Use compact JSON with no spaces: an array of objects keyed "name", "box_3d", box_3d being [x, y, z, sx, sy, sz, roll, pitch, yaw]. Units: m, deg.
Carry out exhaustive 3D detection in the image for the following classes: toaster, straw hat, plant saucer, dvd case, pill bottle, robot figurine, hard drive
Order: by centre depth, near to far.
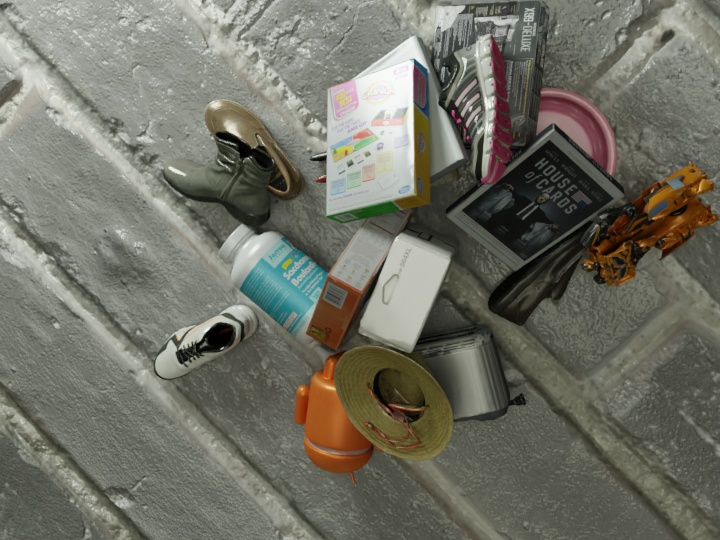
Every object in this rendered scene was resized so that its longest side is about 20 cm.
[{"name":"dvd case","box_3d":[0.242,-0.096,1.065,0.150,0.025,0.200,35,128,-21]},{"name":"robot figurine","box_3d":[0.401,-0.055,1.067,0.200,0.058,0.145,-36,134,2]},{"name":"straw hat","box_3d":[0.062,0.166,1.082,0.200,0.085,0.202,19,129,24]},{"name":"hard drive","box_3d":[0.065,-0.217,1.094,0.132,0.026,0.201,-28,72,31]},{"name":"plant saucer","box_3d":[0.270,-0.163,1.114,0.199,0.051,0.202,2,100,9]},{"name":"toaster","box_3d":[0.144,0.162,1.158,0.199,0.114,0.130,-12,95,17]},{"name":"pill bottle","box_3d":[-0.124,0.014,1.183,0.200,0.111,0.111,40,104,1]},{"name":"robot figurine","box_3d":[-0.030,0.231,1.202,0.143,0.117,0.201,5,100,-12]}]

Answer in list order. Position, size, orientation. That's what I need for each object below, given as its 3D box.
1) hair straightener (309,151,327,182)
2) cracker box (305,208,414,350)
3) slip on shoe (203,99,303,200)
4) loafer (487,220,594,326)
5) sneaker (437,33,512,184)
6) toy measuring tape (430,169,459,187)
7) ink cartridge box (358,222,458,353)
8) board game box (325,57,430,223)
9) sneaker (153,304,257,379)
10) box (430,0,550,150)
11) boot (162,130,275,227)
[{"name":"hair straightener","box_3d":[0.011,-0.200,1.154,0.199,0.041,0.077,-19,89,20]},{"name":"cracker box","box_3d":[0.000,0.000,1.095,0.058,0.200,0.134,29,136,5]},{"name":"slip on shoe","box_3d":[-0.170,-0.188,1.184,0.076,0.061,0.200,-40,91,14]},{"name":"loafer","box_3d":[0.282,0.006,1.136,0.071,0.073,0.200,43,107,-11]},{"name":"sneaker","box_3d":[0.149,-0.211,1.020,0.087,0.074,0.201,-6,83,29]},{"name":"toy measuring tape","box_3d":[0.047,-0.134,1.153,0.199,0.074,0.074,-19,96,7]},{"name":"ink cartridge box","box_3d":[0.075,0.020,1.102,0.084,0.200,0.147,23,103,6]},{"name":"board game box","box_3d":[0.023,-0.178,1.062,0.153,0.040,0.201,-9,73,34]},{"name":"sneaker","box_3d":[-0.266,0.121,1.245,0.200,0.080,0.074,-32,94,15]},{"name":"box","box_3d":[0.176,-0.274,1.074,0.157,0.050,0.201,7,92,29]},{"name":"boot","box_3d":[-0.213,-0.161,1.156,0.199,0.068,0.131,26,136,15]}]
